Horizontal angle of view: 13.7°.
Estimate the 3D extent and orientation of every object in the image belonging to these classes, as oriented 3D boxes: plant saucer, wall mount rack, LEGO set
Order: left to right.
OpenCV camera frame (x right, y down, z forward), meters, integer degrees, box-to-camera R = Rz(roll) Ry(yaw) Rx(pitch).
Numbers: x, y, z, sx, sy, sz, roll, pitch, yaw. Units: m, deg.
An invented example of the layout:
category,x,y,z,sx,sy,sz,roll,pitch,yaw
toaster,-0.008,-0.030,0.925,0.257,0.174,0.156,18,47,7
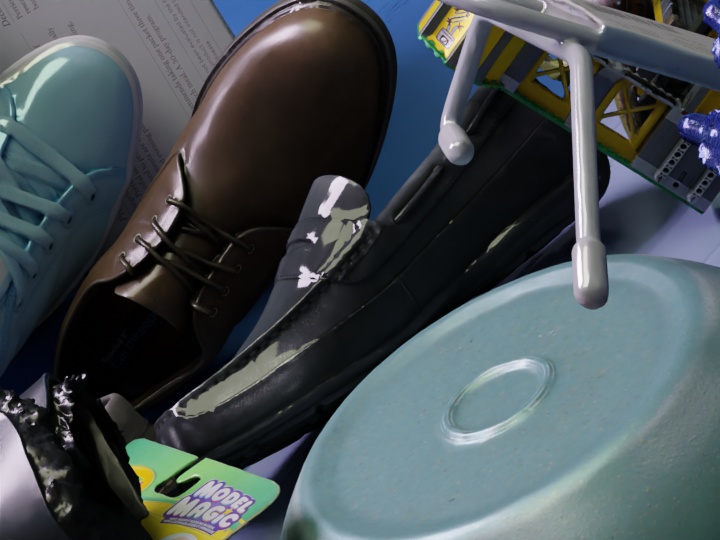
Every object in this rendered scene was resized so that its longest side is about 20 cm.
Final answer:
category,x,y,z,sx,sy,sz,roll,pitch,yaw
plant saucer,0.051,0.053,0.966,0.199,0.036,0.200,-26,25,13
LEGO set,0.104,-0.122,1.089,0.116,0.154,0.200,-55,4,21
wall mount rack,0.108,-0.031,0.942,0.174,0.199,0.075,-133,58,-69

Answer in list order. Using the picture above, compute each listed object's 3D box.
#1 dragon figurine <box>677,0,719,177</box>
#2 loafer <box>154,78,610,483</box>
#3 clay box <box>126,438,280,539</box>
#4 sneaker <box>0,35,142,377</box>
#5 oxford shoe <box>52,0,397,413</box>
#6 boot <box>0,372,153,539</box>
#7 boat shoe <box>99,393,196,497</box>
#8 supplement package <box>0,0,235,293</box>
category,x,y,z,sx,sy,sz,roll,pitch,yaw
dragon figurine,0.182,-0.020,0.859,0.099,0.059,0.200,-16,42,-41
loafer,0.000,0.000,1.070,0.200,0.070,0.068,-39,-3,-18
clay box,-0.109,0.141,0.967,0.200,0.048,0.115,-43,25,-19
sneaker,-0.140,0.001,1.117,0.200,0.074,0.082,-59,13,-4
oxford shoe,-0.050,-0.015,1.102,0.200,0.073,0.084,-57,2,28
boot,-0.148,0.116,0.904,0.168,0.076,0.200,-34,16,15
boat shoe,-0.148,0.091,1.104,0.199,0.057,0.067,-19,27,28
supplement package,-0.157,-0.079,1.236,0.200,0.192,0.147,-31,1,0
